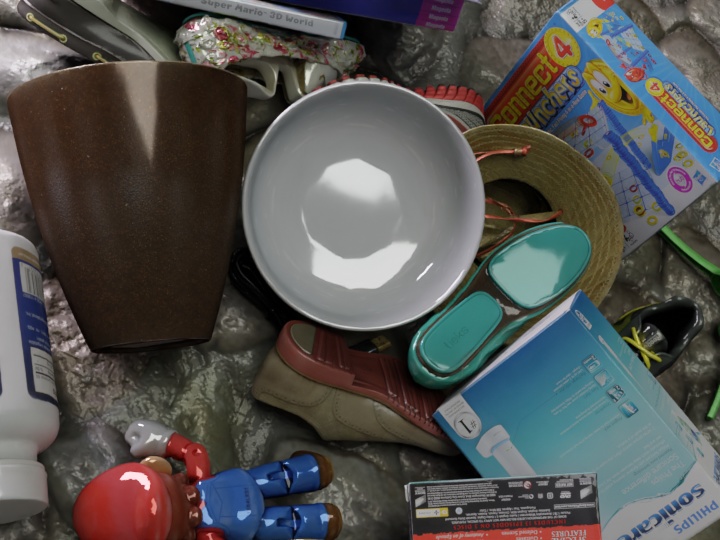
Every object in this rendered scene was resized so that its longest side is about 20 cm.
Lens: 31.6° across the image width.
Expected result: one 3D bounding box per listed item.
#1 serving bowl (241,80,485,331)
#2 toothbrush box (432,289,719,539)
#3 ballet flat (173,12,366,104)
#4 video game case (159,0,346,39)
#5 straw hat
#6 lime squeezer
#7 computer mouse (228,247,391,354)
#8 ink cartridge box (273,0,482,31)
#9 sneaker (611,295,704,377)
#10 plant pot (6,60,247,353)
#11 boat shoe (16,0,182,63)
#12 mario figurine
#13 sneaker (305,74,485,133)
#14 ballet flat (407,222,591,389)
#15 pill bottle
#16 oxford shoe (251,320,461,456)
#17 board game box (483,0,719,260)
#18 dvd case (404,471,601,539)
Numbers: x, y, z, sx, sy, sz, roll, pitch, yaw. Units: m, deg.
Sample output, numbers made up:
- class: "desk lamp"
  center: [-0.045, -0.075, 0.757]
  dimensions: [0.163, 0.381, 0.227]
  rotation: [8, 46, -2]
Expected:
- class: "serving bowl"
  center: [-0.002, -0.051, 1.045]
  dimensions: [0.200, 0.066, 0.200]
  rotation: [0, 90, -12]
- class: "toothbrush box"
  center: [0.181, 0.141, 1.025]
  dimensions: [0.200, 0.146, 0.085]
  rotation: [50, 19, 3]
- class: "ballet flat"
  center: [-0.076, -0.179, 1.124]
  dimensions: [0.200, 0.076, 0.064]
  rotation: [1, 73, -39]
- class: "video game case"
  center: [-0.122, -0.241, 1.121]
  dimensions: [0.200, 0.143, 0.018]
  rotation: [9, 106, -15]
- class: "straw hat"
  center: [0.131, -0.041, 1.135]
  dimensions: [0.201, 0.085, 0.201]
  rotation: [0, 105, 0]
- class: "lime squeezer"
  center: [0.338, 0.040, 1.206]
  dimensions: [0.071, 0.038, 0.200]
  rotation: [-2, 68, -20]
- class: "computer mouse"
  center: [0.000, 0.000, 1.097]
  dimensions: [0.200, 0.046, 0.140]
  rotation: [-27, 77, -28]
- class: "ink cartridge box"
  center: [-0.016, -0.253, 1.138]
  dimensions: [0.196, 0.200, 0.043]
  rotation: [6, 110, -17]
- class: "sneaker"
  center: [0.223, 0.078, 1.120]
  dimensions: [0.200, 0.085, 0.074]
  rotation: [-37, 82, -29]
- class: "plant pot"
  center: [-0.173, -0.039, 0.993]
  dimensions: [0.187, 0.187, 0.200]
  rotation: [-3, 82, -21]
- class: "boat shoe"
  center: [-0.200, -0.188, 1.102]
  dimensions: [0.201, 0.061, 0.072]
  rotation: [37, 22, -17]
- class: "mario figurine"
  center: [-0.123, 0.182, 0.970]
  dimensions: [0.200, 0.106, 0.123]
  rotation: [3, 29, -30]
- class: "sneaker"
  center: [0.027, -0.124, 1.144]
  dimensions: [0.200, 0.078, 0.082]
  rotation: [-1, 67, -20]
- class: "ballet flat"
  center: [0.110, 0.030, 1.068]
  dimensions: [0.200, 0.070, 0.067]
  rotation: [-38, 83, -24]
- class: "pill bottle"
  center: [-0.279, 0.079, 0.924]
  dimensions: [0.111, 0.111, 0.200]
  rotation: [-4, 68, -21]
- class: "oxford shoe"
  center: [0.003, 0.110, 1.047]
  dimensions: [0.200, 0.075, 0.070]
  rotation: [29, 25, -20]
- class: "board game box"
  center: [0.217, -0.122, 1.142]
  dimensions: [0.056, 0.200, 0.196]
  rotation: [-39, 83, -28]
- class: "dvd case"
  center: [0.112, 0.255, 0.951]
  dimensions: [0.146, 0.022, 0.200]
  rotation: [-4, 81, 2]
